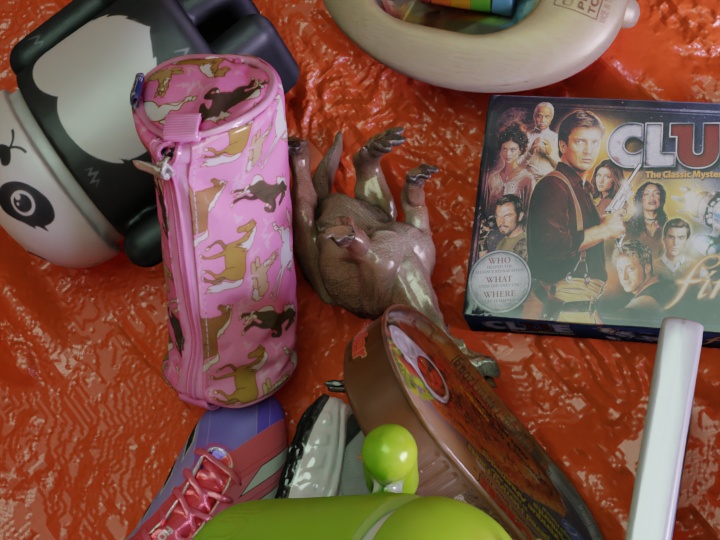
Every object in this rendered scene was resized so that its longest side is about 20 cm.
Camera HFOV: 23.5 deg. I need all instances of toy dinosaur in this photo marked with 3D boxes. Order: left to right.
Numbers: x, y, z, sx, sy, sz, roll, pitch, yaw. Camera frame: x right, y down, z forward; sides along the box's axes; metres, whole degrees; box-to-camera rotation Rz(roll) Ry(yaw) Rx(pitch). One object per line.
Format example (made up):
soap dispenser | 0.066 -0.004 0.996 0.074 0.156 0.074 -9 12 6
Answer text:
toy dinosaur | 0.000 0.000 0.990 0.085 0.137 0.200 -15 35 -19

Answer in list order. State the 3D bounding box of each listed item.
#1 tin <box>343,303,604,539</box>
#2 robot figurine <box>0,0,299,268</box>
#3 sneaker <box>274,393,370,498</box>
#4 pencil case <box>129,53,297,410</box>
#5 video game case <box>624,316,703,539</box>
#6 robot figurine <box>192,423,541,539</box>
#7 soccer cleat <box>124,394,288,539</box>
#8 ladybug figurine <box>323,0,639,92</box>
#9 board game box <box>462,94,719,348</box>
tin | 0.063 0.106 0.892 0.042 0.112 0.200 -36 105 14
robot figurine | -0.136 -0.091 1.026 0.199 0.125 0.150 -36 25 0
sneaker | -0.022 0.173 0.943 0.078 0.074 0.202 19 83 -6
pencil case | -0.076 -0.018 0.940 0.086 0.202 0.083 -15 41 -15
video game case | 0.142 0.144 0.851 0.023 0.182 0.202 9 74 12
robot figurine | -0.006 0.159 0.770 0.198 0.115 0.178 -8 66 39
soccer cleat | -0.103 0.152 0.966 0.066 0.077 0.201 27 81 20
ladybug figurine | 0.071 -0.166 1.028 0.198 0.072 0.137 18 79 21
board game box | 0.164 -0.028 0.982 0.197 0.035 0.137 3 73 15
